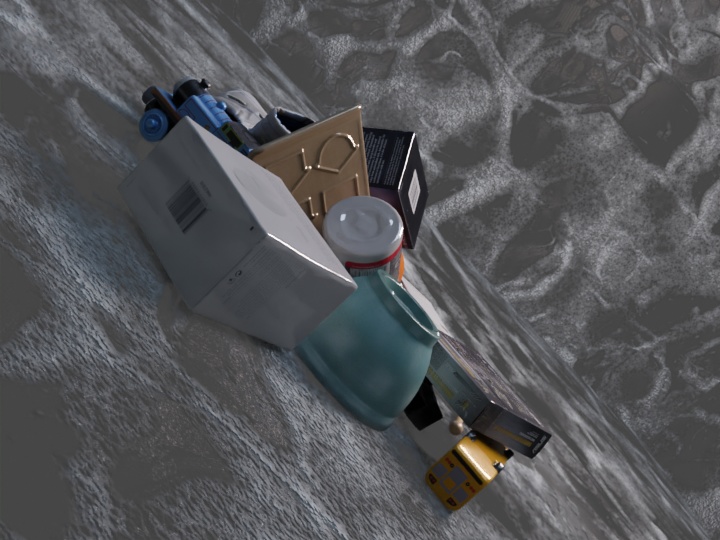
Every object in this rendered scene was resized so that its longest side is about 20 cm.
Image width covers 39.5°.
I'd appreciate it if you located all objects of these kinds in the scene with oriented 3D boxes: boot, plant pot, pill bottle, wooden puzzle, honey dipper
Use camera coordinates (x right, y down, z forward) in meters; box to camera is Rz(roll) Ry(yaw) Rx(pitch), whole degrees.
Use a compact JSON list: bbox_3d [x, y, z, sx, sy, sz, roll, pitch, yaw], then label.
[{"bbox_3d":[-0.151,-0.185,1.490,0.200,0.074,0.096,43,28,5],"label":"boot"},{"bbox_3d":[0.017,0.085,1.293,0.200,0.134,0.200,46,11,-11],"label":"plant pot"},{"bbox_3d":[0.000,0.000,1.409,0.111,0.110,0.201,54,-24,32],"label":"pill bottle"},{"bbox_3d":[-0.071,-0.115,1.369,0.046,0.185,0.201,35,-39,40],"label":"wooden puzzle"},{"bbox_3d":[0.167,0.232,1.628,0.038,0.038,0.200,48,12,3],"label":"honey dipper"},{"bbox_3d":[0.049,0.130,1.478,0.165,0.066,0.200,43,15,-13],"label":"boot"},{"bbox_3d":[-0.067,-0.152,1.424,0.199,0.095,0.074,29,48,-24],"label":"boot"}]

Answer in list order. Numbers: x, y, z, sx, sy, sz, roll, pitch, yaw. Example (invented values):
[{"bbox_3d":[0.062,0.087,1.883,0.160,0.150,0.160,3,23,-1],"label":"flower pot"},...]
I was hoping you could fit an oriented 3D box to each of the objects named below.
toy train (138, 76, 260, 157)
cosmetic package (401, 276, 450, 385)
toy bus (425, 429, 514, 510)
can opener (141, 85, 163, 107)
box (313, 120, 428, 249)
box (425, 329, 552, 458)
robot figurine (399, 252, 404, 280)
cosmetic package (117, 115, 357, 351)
[{"bbox_3d":[-0.215,-0.178,1.376,0.200,0.114,0.087,51,11,17],"label":"toy train"},{"bbox_3d":[0.096,0.099,1.734,0.102,0.074,0.200,42,13,-31],"label":"cosmetic package"},{"bbox_3d":[0.148,0.257,1.339,0.065,0.078,0.200,48,10,11],"label":"toy bus"},{"bbox_3d":[-0.247,-0.192,1.453,0.200,0.066,0.053,43,-15,19],"label":"can opener"},{"bbox_3d":[-0.002,-0.141,1.694,0.197,0.124,0.200,9,-25,16],"label":"box"},{"bbox_3d":[0.159,0.165,1.409,0.158,0.048,0.200,30,13,-42],"label":"box"},{"bbox_3d":[0.002,-0.013,1.639,0.200,0.116,0.145,20,55,-65],"label":"robot figurine"},{"bbox_3d":[-0.138,-0.036,1.144,0.200,0.123,0.200,54,13,32],"label":"cosmetic package"}]
